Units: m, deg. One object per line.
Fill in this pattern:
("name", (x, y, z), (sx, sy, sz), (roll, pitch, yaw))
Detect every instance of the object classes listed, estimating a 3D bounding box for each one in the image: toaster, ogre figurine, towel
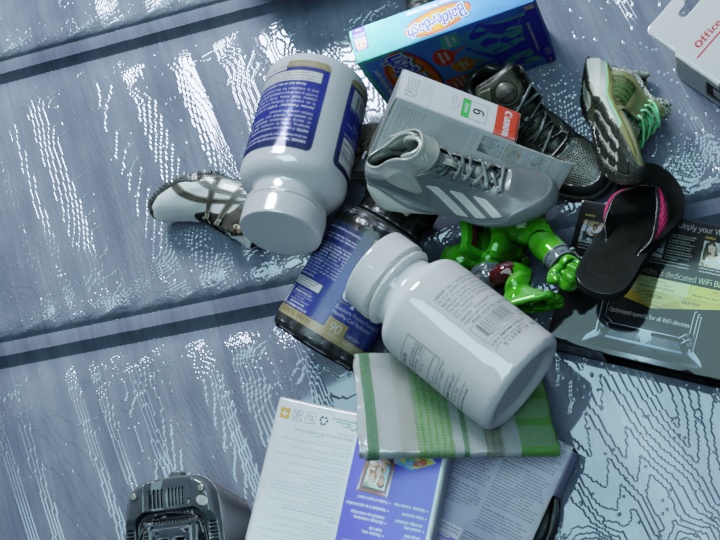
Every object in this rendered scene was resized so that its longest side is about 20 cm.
("toaster", (-0.175, 0.317, 1.336), (0.113, 0.129, 0.201), (-11, 72, 16))
("ogre figurine", (0.147, 0.003, 1.326), (0.098, 0.200, 0.120), (6, 60, -23))
("towel", (0.093, 0.141, 1.281), (0.199, 0.031, 0.149), (1, 38, -4))

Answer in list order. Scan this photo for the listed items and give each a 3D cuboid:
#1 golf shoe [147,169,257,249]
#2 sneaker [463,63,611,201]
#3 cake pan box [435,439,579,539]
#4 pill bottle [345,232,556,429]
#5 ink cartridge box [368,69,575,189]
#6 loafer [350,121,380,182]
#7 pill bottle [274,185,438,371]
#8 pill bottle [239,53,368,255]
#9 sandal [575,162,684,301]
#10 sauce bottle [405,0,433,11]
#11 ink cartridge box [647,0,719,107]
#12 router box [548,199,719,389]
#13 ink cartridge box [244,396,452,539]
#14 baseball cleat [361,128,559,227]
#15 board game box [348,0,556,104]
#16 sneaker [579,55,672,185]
("golf shoe", (-0.156, -0.069, 1.464), (0.199, 0.078, 0.095), (-10, 73, 17))
("sneaker", (0.185, -0.153, 1.356), (0.076, 0.114, 0.199), (-45, 69, 4))
("cake pan box", (0.109, 0.233, 1.309), (0.199, 0.052, 0.185), (21, 85, 22))
("pill bottle", (0.086, 0.055, 1.248), (0.200, 0.114, 0.114), (38, 89, 22))
("ink cartridge box", (0.116, -0.126, 1.327), (0.199, 0.109, 0.050), (19, 48, -6))
("loafer", (0.045, -0.142, 1.419), (0.199, 0.063, 0.072), (-1, 77, 22))
("pill bottle", (0.000, 0.000, 1.374), (0.112, 0.112, 0.200), (30, 87, 23))
("pill bottle", (-0.067, -0.125, 1.373), (0.119, 0.120, 0.201), (2, 60, 19))
("sandal", (0.273, -0.049, 1.254), (0.075, 0.045, 0.200), (17, 47, 23))
("sauce bottle", (0.064, -0.385, 1.484), (0.066, 0.066, 0.201), (-8, 75, 16))
("ink cartridge box", (0.415, -0.226, 1.322), (0.200, 0.067, 0.116), (42, 91, 23))
("router box", (0.308, 0.025, 1.297), (0.199, 0.052, 0.158), (13, 79, 21))
("ink cartridge box", (-0.015, 0.246, 1.295), (0.197, 0.043, 0.201), (9, 76, 19))
("baseball cleat", (0.098, -0.093, 1.269), (0.199, 0.107, 0.070), (0, 58, 14))
("board game box", (0.105, -0.248, 1.385), (0.199, 0.152, 0.045), (-17, 71, 14))
("sneaker", (0.287, -0.164, 1.315), (0.088, 0.077, 0.200), (-4, 41, 1))
